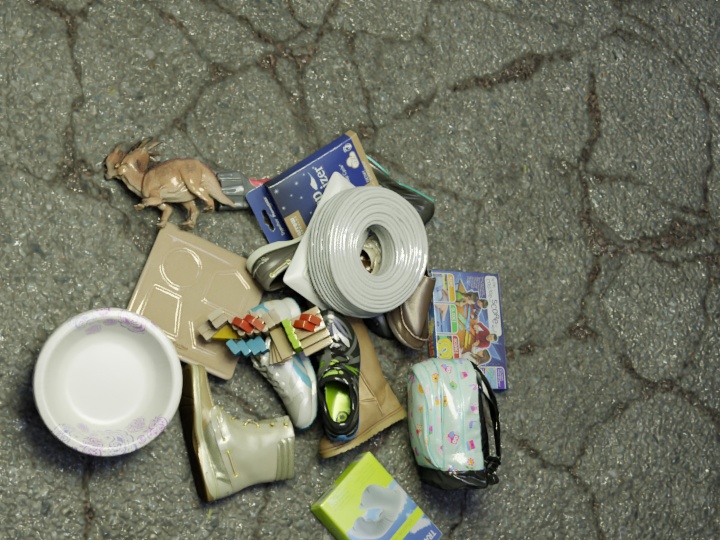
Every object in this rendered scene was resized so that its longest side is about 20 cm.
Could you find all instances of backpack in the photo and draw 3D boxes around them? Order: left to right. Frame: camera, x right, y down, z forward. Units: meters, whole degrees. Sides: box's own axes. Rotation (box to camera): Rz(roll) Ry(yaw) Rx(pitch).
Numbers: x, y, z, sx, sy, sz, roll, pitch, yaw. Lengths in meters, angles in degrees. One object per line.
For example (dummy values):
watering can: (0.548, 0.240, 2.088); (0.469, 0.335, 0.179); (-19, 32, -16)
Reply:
backpack: (0.138, 0.236, 1.681); (0.126, 0.167, 0.202); (-2, 85, -18)

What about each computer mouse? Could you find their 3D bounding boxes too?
computer mouse: (-0.004, 0.027, 1.755); (0.200, 0.034, 0.059); (48, 63, -5)

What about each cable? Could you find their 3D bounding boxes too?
cable: (0.013, -0.028, 1.642); (0.199, 0.069, 0.201); (25, 73, -36)

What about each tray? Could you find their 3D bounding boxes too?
tray: (-0.037, -0.043, 1.662); (0.107, 0.022, 0.201); (36, 67, -30)

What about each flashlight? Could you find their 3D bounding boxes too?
flashlight: (-0.136, -0.141, 1.728); (0.199, 0.068, 0.068); (-4, 115, -22)

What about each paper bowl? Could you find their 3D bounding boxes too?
paper bowl: (-0.354, 0.153, 1.504); (0.199, 0.104, 0.202); (1, 88, -18)

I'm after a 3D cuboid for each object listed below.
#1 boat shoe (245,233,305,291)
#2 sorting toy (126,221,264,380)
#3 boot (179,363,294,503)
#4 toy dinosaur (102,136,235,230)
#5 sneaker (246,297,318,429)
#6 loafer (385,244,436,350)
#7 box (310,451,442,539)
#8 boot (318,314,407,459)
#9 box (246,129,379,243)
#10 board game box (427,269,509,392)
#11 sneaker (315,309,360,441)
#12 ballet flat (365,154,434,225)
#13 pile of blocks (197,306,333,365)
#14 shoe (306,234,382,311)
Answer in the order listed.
boat shoe: (-0.079, -0.022, 1.687); (0.200, 0.072, 0.061); (-23, 60, -26)
sorting toy: (-0.250, 0.047, 1.639); (0.184, 0.036, 0.201); (26, 62, -16)
boot: (-0.180, 0.227, 1.595); (0.154, 0.072, 0.202); (-9, 86, -26)
toy dinosaur: (-0.283, -0.140, 1.625); (0.198, 0.086, 0.137); (0, 68, -17)
sneaker: (-0.120, 0.146, 1.639); (0.080, 0.076, 0.201); (-11, 82, -29)
loafer: (0.084, 0.029, 1.752); (0.073, 0.071, 0.201); (16, 59, -41)
box: (0.033, 0.395, 1.660); (0.200, 0.048, 0.122); (48, 62, -4)
boot: (-0.035, 0.172, 1.686); (0.175, 0.066, 0.201); (-25, 86, -38)
box: (-0.071, -0.119, 1.709); (0.199, 0.032, 0.122); (-32, 121, -10)
board game box: (0.177, 0.102, 1.815); (0.134, 0.034, 0.202); (4, 75, -23)
sneaker: (-0.032, 0.152, 1.612); (0.070, 0.083, 0.201); (-5, 70, -2)
ballet flat: (0.037, -0.132, 1.803); (0.199, 0.068, 0.069); (32, 73, -13)
pile of blocks: (-0.140, 0.093, 1.572); (0.198, 0.062, 0.083); (-2, 76, 1)
shoe: (0.000, 0.000, 1.719); (0.200, 0.053, 0.070); (-39, 82, -13)
